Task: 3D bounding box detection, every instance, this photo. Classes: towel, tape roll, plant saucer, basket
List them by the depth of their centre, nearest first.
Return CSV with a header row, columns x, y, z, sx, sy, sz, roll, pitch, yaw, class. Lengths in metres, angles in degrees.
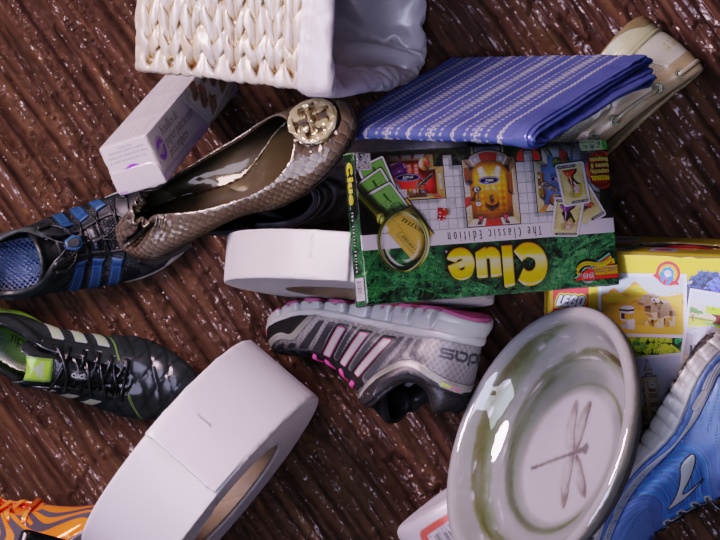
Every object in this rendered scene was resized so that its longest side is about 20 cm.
x,y,z,sx,sy,sz,roll,pitch,yaw,class
0.138,0.127,1.495,0.050,0.200,0.201,25,110,-29,plant saucer
0.093,-0.117,1.506,0.199,0.144,0.024,5,118,47,towel
-0.052,-0.231,1.546,0.160,0.198,0.202,5,100,20,basket
0.000,0.000,1.559,0.201,0.203,0.037,4,86,17,tape roll
-0.120,0.151,1.620,0.071,0.202,0.203,40,107,8,tape roll

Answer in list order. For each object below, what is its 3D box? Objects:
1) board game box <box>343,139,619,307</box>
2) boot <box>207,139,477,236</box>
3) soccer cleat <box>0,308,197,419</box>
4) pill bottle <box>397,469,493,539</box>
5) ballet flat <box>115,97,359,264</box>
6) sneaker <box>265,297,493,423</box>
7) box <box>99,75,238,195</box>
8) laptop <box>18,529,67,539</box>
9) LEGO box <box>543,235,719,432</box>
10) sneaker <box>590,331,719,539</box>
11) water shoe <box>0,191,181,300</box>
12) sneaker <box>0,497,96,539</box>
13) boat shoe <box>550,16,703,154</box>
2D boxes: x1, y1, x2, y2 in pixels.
x,y,z,sx,sy,sz,roll,pitch,yaw,class
0.085,-0.034,1.480,0.199,0.023,0.106,-5,91,-24,board game box
-0.016,-0.060,1.592,0.199,0.132,0.070,-17,93,19,boot
-0.227,0.078,1.705,0.199,0.081,0.068,15,103,15,soccer cleat
0.126,0.245,1.606,0.112,0.112,0.201,-35,88,19,pill bottle
-0.092,-0.068,1.521,0.199,0.046,0.068,-28,50,17,ballet flat
0.007,0.069,1.610,0.199,0.074,0.088,2,84,34,sneaker
-0.139,-0.113,1.586,0.041,0.200,0.039,-16,109,19,box
-0.221,0.331,1.735,0.186,0.116,0.202,18,77,-17,laptop
0.237,0.055,1.560,0.198,0.077,0.150,2,100,17,LEGO box
0.227,0.147,1.497,0.089,0.079,0.201,32,108,11,sneaker
-0.222,-0.014,1.691,0.199,0.079,0.072,-19,93,19,water shoe
-0.300,0.198,1.749,0.199,0.078,0.113,-19,94,19,sneaker
0.167,-0.088,1.564,0.063,0.073,0.201,39,100,13,boat shoe
